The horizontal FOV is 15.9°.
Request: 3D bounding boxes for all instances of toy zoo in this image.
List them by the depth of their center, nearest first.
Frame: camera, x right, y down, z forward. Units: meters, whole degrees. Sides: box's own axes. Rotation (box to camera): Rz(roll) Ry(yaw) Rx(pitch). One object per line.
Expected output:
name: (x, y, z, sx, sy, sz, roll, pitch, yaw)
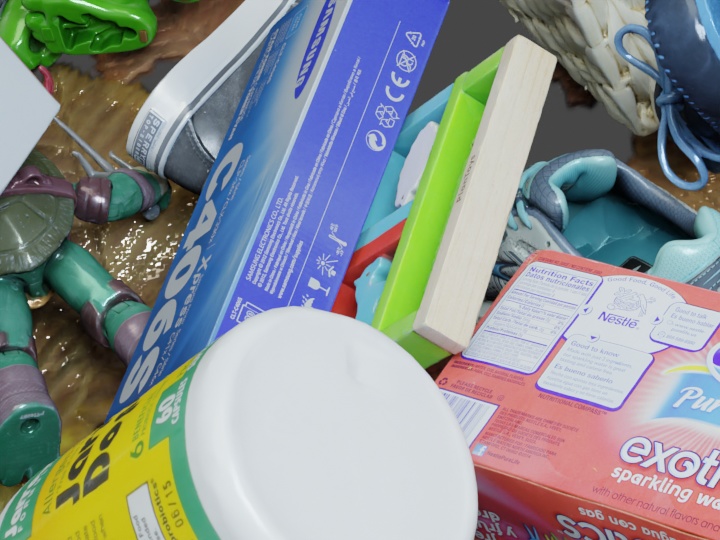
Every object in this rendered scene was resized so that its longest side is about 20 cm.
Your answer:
toy zoo: (0.000, 0.000, 1.009, 0.200, 0.020, 0.131, -33, 32, 54)

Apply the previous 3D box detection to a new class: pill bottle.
pill bottle: (-0.061, 0.102, 0.895, 0.200, 0.113, 0.113, -36, 28, 43)

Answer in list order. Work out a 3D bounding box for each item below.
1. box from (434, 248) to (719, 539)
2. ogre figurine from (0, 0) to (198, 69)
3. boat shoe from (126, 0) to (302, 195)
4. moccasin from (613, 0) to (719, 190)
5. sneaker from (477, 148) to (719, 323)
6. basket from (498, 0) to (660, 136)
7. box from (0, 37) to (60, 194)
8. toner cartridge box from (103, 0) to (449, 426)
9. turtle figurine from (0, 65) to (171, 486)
box: (0.127, 0.075, 0.888, 0.200, 0.095, 0.103, 15, 55, 37)
ogre figurine: (-0.097, -0.174, 1.260, 0.200, 0.098, 0.120, -45, 25, 44)
boat shoe: (-0.024, -0.097, 1.170, 0.068, 0.072, 0.200, 34, 47, 9)
moccasin: (0.143, -0.061, 0.971, 0.068, 0.200, 0.081, -15, 71, 24)
sneaker: (0.081, -0.019, 1.015, 0.200, 0.086, 0.078, 20, 58, 40)
basket: (0.112, -0.164, 1.094, 0.123, 0.136, 0.200, -32, 31, -3)
box: (-0.254, -0.073, 1.072, 0.200, 0.152, 0.106, -3, 46, 44)
toner cartridge box: (-0.033, -0.024, 1.027, 0.095, 0.043, 0.200, -29, 35, 57)
turtle figurine: (-0.149, -0.002, 1.112, 0.150, 0.101, 0.200, -33, 49, -2)
